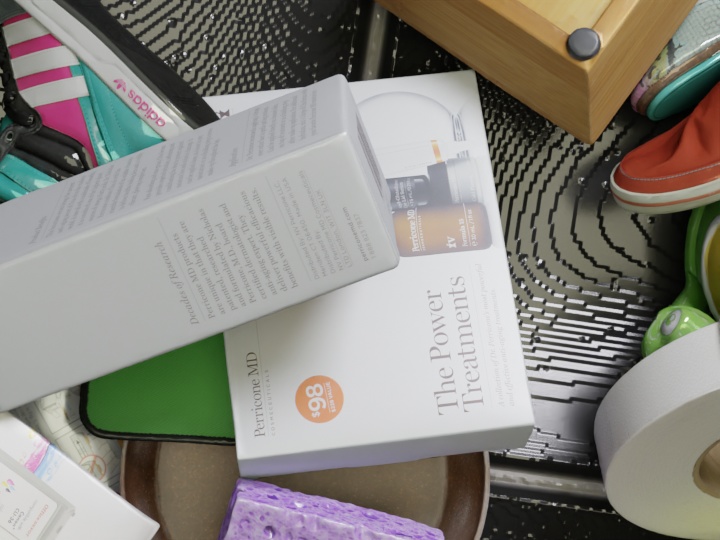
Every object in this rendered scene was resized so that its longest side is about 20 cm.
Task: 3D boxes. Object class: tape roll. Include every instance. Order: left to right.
[{"bbox_3d":[0.220,0.081,0.824,0.202,0.203,0.037,-3,56,-4],"label":"tape roll"}]

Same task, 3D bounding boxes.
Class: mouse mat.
[{"bbox_3d":[-0.044,0.017,0.855,0.199,0.008,0.162,4,69,-2],"label":"mouse mat"}]

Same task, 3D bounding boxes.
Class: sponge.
[{"bbox_3d":[-0.040,0.210,0.829,0.111,0.030,0.201,16,108,-10],"label":"sponge"}]

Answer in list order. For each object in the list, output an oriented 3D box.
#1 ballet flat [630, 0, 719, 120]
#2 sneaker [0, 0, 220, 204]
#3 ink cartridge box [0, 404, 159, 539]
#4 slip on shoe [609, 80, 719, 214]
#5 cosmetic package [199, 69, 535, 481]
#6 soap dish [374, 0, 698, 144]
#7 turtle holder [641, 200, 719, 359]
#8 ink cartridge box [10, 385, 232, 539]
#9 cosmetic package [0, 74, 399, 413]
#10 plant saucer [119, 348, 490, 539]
[{"bbox_3d":[0.225,-0.150,0.881,0.199,0.069,0.071,-25,76,-7],"label":"ballet flat"},{"bbox_3d":[-0.174,-0.091,0.841,0.200,0.084,0.121,45,104,15],"label":"sneaker"},{"bbox_3d":[-0.175,0.116,0.792,0.200,0.116,0.068,41,72,-11],"label":"ink cartridge box"},{"bbox_3d":[0.213,-0.096,0.824,0.200,0.074,0.061,-32,115,16],"label":"slip on shoe"},{"bbox_3d":[0.000,0.000,0.835,0.150,0.052,0.201,-7,69,-3],"label":"cosmetic package"},{"bbox_3d":[0.114,-0.192,0.836,0.157,0.081,0.200,36,87,12],"label":"soap dish"},{"bbox_3d":[0.236,-0.011,0.847,0.185,0.132,0.142,-1,93,-5],"label":"turtle holder"},{"bbox_3d":[-0.178,0.138,0.874,0.200,0.057,0.163,-30,94,-23],"label":"ink cartridge box"},{"bbox_3d":[-0.087,-0.015,0.753,0.199,0.101,0.071,-20,111,7],"label":"cosmetic package"},{"bbox_3d":[-0.030,0.112,0.870,0.199,0.034,0.201,1,84,-9],"label":"plant saucer"}]
